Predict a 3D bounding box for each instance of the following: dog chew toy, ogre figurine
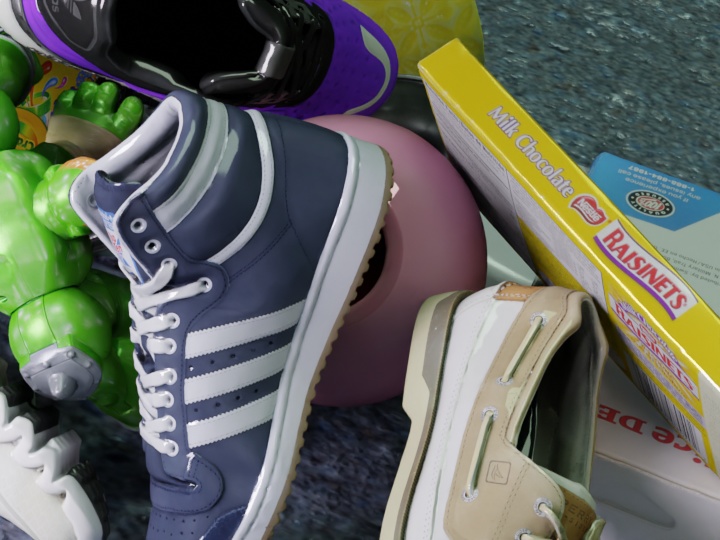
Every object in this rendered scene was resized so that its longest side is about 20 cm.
[{"bbox_3d":[0.000,0.000,1.068,0.124,0.125,0.200,22,-1,10],"label":"dog chew toy"},{"bbox_3d":[-0.127,-0.013,0.994,0.098,0.200,0.120,-7,0,16],"label":"ogre figurine"}]

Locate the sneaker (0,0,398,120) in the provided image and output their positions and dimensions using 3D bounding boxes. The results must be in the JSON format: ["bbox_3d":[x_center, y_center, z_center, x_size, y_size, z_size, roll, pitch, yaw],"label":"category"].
[{"bbox_3d":[-0.050,-0.091,1.002,0.200,0.070,0.099,11,6,-39],"label":"sneaker"}]

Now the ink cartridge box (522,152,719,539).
[{"bbox_3d":[0.137,0.053,1.067,0.144,0.084,0.200,21,41,9],"label":"ink cartridge box"}]

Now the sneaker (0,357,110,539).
[{"bbox_3d":[-0.185,0.054,0.960,0.200,0.081,0.075,40,-1,7],"label":"sneaker"}]

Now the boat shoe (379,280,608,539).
[{"bbox_3d":[0.054,0.093,0.914,0.075,0.068,0.200,38,48,-50],"label":"boat shoe"}]

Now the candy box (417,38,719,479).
[{"bbox_3d":[0.096,0.000,0.968,0.026,0.102,0.200,-35,61,-9],"label":"candy box"}]

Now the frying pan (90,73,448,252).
[{"bbox_3d":[-0.040,-0.046,1.128,0.190,0.115,0.031,-12,62,-15],"label":"frying pan"}]

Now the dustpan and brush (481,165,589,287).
[{"bbox_3d":[0.038,-0.010,1.208,0.200,0.057,0.140,10,37,-26],"label":"dustpan and brush"}]

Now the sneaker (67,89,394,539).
[{"bbox_3d":[-0.071,0.028,0.920,0.108,0.200,0.070,21,-1,-28],"label":"sneaker"}]

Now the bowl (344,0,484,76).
[{"bbox_3d":[-0.035,-0.144,1.290,0.108,0.200,0.200,-33,50,-20],"label":"bowl"}]

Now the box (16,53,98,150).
[{"bbox_3d":[-0.205,-0.171,1.139,0.200,0.193,0.122,23,-13,38],"label":"box"}]

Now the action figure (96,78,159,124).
[{"bbox_3d":[-0.084,-0.093,1.212,0.200,0.130,0.069,19,60,-2],"label":"action figure"}]
